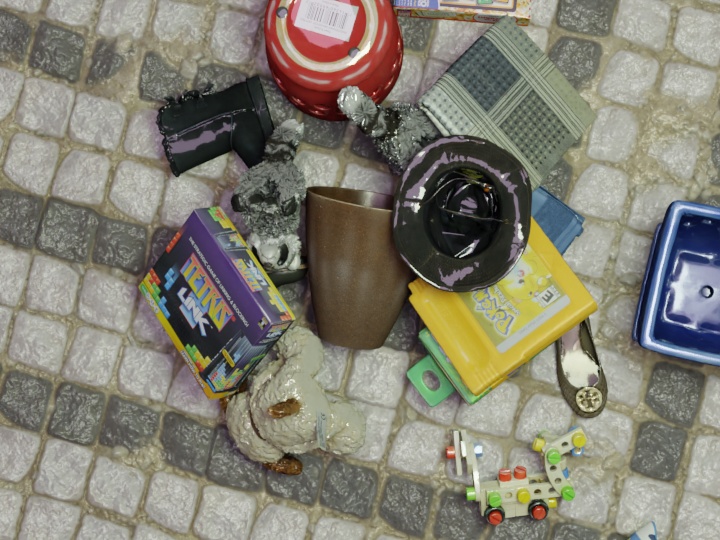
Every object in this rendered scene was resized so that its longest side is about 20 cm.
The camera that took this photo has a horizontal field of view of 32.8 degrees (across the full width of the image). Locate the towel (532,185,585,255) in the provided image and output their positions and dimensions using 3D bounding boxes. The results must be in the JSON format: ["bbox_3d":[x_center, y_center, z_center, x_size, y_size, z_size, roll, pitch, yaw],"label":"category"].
[{"bbox_3d":[0.208,-0.081,1.702,0.199,0.049,0.112,33,108,-19],"label":"towel"}]

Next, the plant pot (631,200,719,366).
[{"bbox_3d":[0.477,0.029,1.648,0.197,0.180,0.203,13,87,4],"label":"plant pot"}]

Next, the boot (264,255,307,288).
[{"bbox_3d":[-0.153,0.065,1.744,0.198,0.077,0.140,-16,90,16],"label":"boot"}]

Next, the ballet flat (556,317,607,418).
[{"bbox_3d":[0.305,0.108,1.720,0.066,0.046,0.203,-9,86,4],"label":"ballet flat"}]

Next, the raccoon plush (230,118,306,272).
[{"bbox_3d":[-0.099,-0.091,1.678,0.096,0.135,0.201,16,53,22],"label":"raccoon plush"}]

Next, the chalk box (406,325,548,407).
[{"bbox_3d":[0.156,0.105,1.690,0.199,0.124,0.125,-39,85,0],"label":"chalk box"}]

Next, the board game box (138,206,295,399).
[{"bbox_3d":[-0.197,0.043,1.651,0.201,0.056,0.166,53,125,20],"label":"board game box"}]

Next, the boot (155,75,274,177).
[{"bbox_3d":[-0.198,-0.176,1.755,0.161,0.073,0.201,-18,79,0],"label":"boot"}]

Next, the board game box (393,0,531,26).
[{"bbox_3d":[0.152,-0.439,1.762,0.197,0.046,0.154,6,87,4],"label":"board game box"}]

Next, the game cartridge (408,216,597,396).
[{"bbox_3d":[0.182,0.037,1.610,0.199,0.032,0.177,-35,69,1],"label":"game cartridge"}]

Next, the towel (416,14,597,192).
[{"bbox_3d":[0.199,-0.212,1.644,0.200,0.034,0.193,47,70,-7],"label":"towel"}]

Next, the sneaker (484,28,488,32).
[{"bbox_3d":[0.246,-0.272,1.728,0.071,0.080,0.200,-41,85,1],"label":"sneaker"}]

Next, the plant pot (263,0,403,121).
[{"bbox_3d":[-0.041,-0.320,1.702,0.197,0.182,0.203,0,89,4],"label":"plant pot"}]

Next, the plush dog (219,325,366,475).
[{"bbox_3d":[-0.115,0.204,1.695,0.171,0.160,0.201,-35,85,37],"label":"plush dog"}]

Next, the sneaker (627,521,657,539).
[{"bbox_3d":[0.448,0.425,1.680,0.199,0.074,0.083,35,87,4],"label":"sneaker"}]

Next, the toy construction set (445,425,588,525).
[{"bbox_3d":[0.215,0.277,1.692,0.197,0.092,0.133,-1,111,11],"label":"toy construction set"}]

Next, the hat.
[{"bbox_3d":[0.133,-0.069,1.592,0.198,0.081,0.204,-1,83,7],"label":"hat"}]

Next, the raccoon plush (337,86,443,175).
[{"bbox_3d":[0.039,-0.201,1.681,0.200,0.134,0.097,43,81,-23],"label":"raccoon plush"}]

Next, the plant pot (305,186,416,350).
[{"bbox_3d":[0.000,0.000,1.692,0.184,0.187,0.203,11,100,4],"label":"plant pot"}]
